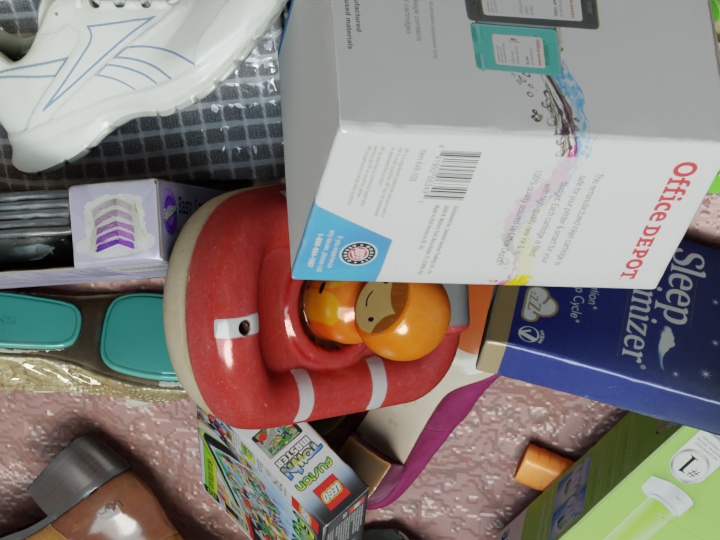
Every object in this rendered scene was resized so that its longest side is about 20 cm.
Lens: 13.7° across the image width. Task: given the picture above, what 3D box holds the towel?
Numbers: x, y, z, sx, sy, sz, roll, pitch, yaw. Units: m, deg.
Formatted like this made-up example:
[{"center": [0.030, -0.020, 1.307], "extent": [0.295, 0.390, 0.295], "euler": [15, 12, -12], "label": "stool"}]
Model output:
[{"center": [-0.125, -0.129, 1.687], "extent": [0.199, 0.086, 0.166], "euler": [-3, 118, 12], "label": "towel"}]

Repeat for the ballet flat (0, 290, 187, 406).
[{"center": [-0.157, 0.049, 1.810], "extent": [0.199, 0.071, 0.065], "euler": [8, 146, 10], "label": "ballet flat"}]

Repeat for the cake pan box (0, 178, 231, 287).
[{"center": [-0.171, -0.018, 1.692], "extent": [0.183, 0.200, 0.053], "euler": [-6, 88, 15], "label": "cake pan box"}]

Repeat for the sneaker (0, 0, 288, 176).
[{"center": [-0.125, -0.123, 1.604], "extent": [0.200, 0.075, 0.087], "euler": [-25, 107, 24], "label": "sneaker"}]

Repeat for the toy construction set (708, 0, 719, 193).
[{"center": [0.225, -0.120, 1.620], "extent": [0.131, 0.092, 0.201], "euler": [15, 114, 31], "label": "toy construction set"}]

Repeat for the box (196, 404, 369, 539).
[{"center": [-0.046, 0.126, 1.744], "extent": [0.035, 0.200, 0.110], "euler": [-40, 75, -15], "label": "box"}]

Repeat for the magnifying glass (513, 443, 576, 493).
[{"center": [0.188, 0.154, 1.813], "extent": [0.199, 0.022, 0.080], "euler": [24, 119, -1], "label": "magnifying glass"}]

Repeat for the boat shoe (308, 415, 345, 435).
[{"center": [0.000, 0.000, 1.743], "extent": [0.073, 0.065, 0.200], "euler": [30, 100, -4], "label": "boat shoe"}]

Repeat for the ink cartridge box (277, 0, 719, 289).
[{"center": [0.069, -0.088, 1.541], "extent": [0.199, 0.146, 0.147], "euler": [2, 149, -12], "label": "ink cartridge box"}]

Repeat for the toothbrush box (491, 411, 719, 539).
[{"center": [0.185, 0.168, 1.762], "extent": [0.145, 0.086, 0.200], "euler": [37, 117, -11], "label": "toothbrush box"}]

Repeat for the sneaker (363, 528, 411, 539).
[{"center": [-0.020, 0.238, 1.879], "extent": [0.200, 0.080, 0.086], "euler": [-36, 129, 23], "label": "sneaker"}]

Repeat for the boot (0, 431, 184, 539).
[{"center": [-0.153, 0.230, 1.864], "extent": [0.200, 0.068, 0.188], "euler": [46, 105, 9], "label": "boot"}]

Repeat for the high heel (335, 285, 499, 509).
[{"center": [0.048, 0.058, 1.787], "extent": [0.067, 0.096, 0.200], "euler": [43, 99, 6], "label": "high heel"}]

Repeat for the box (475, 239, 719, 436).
[{"center": [0.172, 0.032, 1.690], "extent": [0.199, 0.121, 0.032], "euler": [16, 136, -1], "label": "box"}]

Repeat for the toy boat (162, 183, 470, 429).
[{"center": [-0.005, 0.019, 1.610], "extent": [0.131, 0.200, 0.131], "euler": [6, 101, 50], "label": "toy boat"}]
